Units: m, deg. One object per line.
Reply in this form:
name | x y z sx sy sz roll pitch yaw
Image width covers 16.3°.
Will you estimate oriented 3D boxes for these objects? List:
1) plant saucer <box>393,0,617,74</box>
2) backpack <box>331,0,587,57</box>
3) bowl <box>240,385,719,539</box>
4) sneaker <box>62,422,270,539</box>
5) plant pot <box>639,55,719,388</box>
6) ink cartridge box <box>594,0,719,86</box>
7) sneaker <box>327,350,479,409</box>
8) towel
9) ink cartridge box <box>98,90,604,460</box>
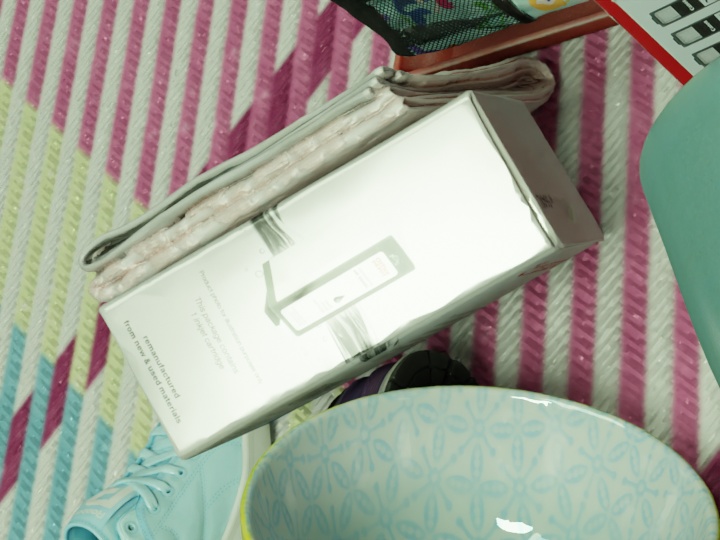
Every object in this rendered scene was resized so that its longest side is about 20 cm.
plant saucer | 0.118 -0.196 1.320 0.200 0.037 0.200 -15 53 39
backpack | 0.073 -0.213 1.242 0.200 0.151 0.178 -9 55 35
bowl | 0.047 0.144 1.067 0.200 0.200 0.108 44 139 51
sneaker | -0.104 0.125 1.270 0.074 0.082 0.200 -11 55 39
plant pot | 0.219 0.010 0.951 0.200 0.201 0.161 -27 56 29
ink cartridge box | 0.189 -0.110 1.056 0.175 0.200 0.084 -27 47 28
sneaker | -0.008 0.136 1.185 0.088 0.076 0.200 -20 38 54
towel | -0.019 -0.047 1.248 0.200 0.191 0.032 -30 81 25
ink cartridge box | 0.000 0.000 1.174 0.200 0.146 0.084 -30 86 12
